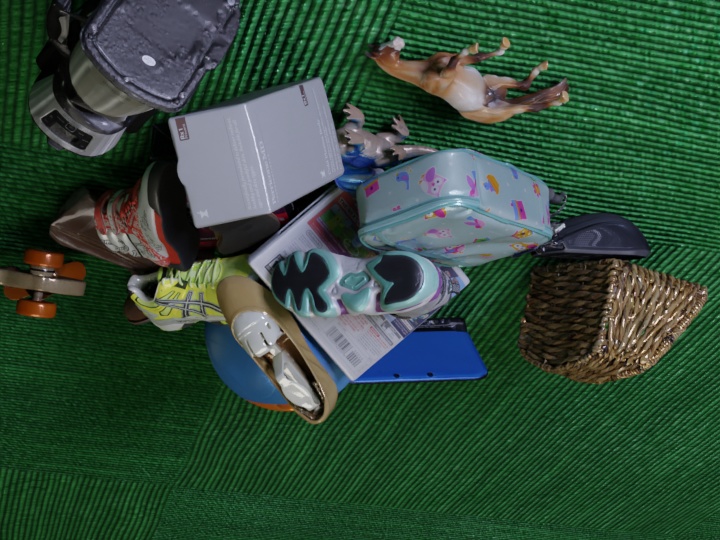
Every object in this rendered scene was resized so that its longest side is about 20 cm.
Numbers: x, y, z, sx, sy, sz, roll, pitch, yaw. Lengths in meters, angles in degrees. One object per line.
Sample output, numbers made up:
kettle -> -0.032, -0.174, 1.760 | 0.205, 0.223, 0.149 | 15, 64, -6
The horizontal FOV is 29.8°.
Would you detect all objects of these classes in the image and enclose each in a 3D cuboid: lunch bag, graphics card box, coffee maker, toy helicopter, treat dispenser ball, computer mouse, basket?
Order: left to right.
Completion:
toy helicopter -> -0.429, 0.005, 1.667 | 0.200, 0.079, 0.132 | 9, -177, 18
coffee maker -> -0.195, -0.203, 1.220 | 0.135, 0.192, 0.200 | 58, 151, -9
graphics card box -> -0.147, -0.095, 1.512 | 0.125, 0.051, 0.200 | -4, 149, 8
treat dispenser ball -> -0.090, 0.072, 1.653 | 0.201, 0.201, 0.201 | 0, 150, 0
lunch bag -> 0.100, -0.058, 1.443 | 0.160, 0.077, 0.200 | -21, 155, 38
computer mouse -> 0.252, -0.043, 1.573 | 0.200, 0.053, 0.138 | 3, 174, -29
basket -> 0.305, 0.072, 1.655 | 0.149, 0.143, 0.200 | 15, 171, -23

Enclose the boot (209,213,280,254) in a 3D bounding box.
boot -> -0.137, -0.070, 1.453 | 0.074, 0.076, 0.200 | -27, 167, -4

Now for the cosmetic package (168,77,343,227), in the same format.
cosmetic package -> -0.096, -0.117, 1.298 | 0.090, 0.107, 0.200 | -10, -167, 19

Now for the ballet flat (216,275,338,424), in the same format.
ballet flat -> -0.092, 0.091, 1.516 | 0.069, 0.063, 0.200 | -33, 108, 21

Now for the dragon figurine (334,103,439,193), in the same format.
dragon figurine -> 0.003, -0.122, 1.453 | 0.200, 0.059, 0.099 | 10, 150, -26

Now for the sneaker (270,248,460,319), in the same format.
sneaker -> 0.013, 0.023, 1.484 | 0.200, 0.078, 0.140 | 3, 173, 29

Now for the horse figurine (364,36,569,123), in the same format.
horse figurine -> 0.118, -0.188, 1.342 | 0.200, 0.050, 0.132 | 18, 159, -39

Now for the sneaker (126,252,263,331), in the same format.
sneaker -> -0.193, 0.021, 1.574 | 0.200, 0.075, 0.076 | -20, 140, 36

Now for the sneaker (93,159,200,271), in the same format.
sneaker -> -0.244, -0.065, 1.471 | 0.108, 0.067, 0.201 | 16, 157, 9

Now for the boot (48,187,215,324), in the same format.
boot -> -0.306, -0.016, 1.637 | 0.200, 0.064, 0.186 | 20, 134, -35

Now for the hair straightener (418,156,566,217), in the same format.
hair straightener -> 0.144, -0.090, 1.543 | 0.200, 0.041, 0.077 | 8, 150, -22

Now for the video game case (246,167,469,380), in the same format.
video game case -> 0.000, 0.000, 1.537 | 0.182, 0.023, 0.200 | -40, 115, -1

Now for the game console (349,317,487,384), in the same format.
game console -> 0.047, 0.129, 1.813 | 0.200, 0.118, 0.171 | 0, 152, -14
